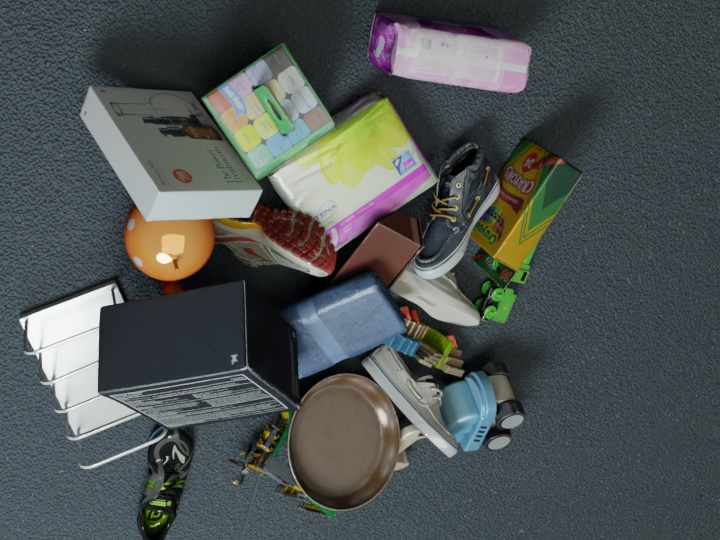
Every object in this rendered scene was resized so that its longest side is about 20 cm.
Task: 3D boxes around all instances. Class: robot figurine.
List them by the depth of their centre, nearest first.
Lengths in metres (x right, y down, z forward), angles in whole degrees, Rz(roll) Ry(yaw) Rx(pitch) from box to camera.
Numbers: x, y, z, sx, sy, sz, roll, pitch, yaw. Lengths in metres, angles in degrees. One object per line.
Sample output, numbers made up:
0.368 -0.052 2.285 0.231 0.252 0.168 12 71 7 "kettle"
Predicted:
-0.246 -0.050 1.303 0.116 0.200 0.144 34 88 -13 "robot figurine"

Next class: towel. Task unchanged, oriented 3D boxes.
-0.042 0.076 1.421 0.199 0.049 0.112 -24 120 16 "towel"

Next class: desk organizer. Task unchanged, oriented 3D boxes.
0.000 0.000 1.441 0.077 0.072 0.200 27 120 -21 "desk organizer"

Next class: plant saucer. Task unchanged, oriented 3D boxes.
-0.029 0.254 1.515 0.199 0.032 0.201 2 86 -35 "plant saucer"

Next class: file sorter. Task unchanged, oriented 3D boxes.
-0.361 0.144 1.391 0.138 0.125 0.201 -21 115 -8 "file sorter"

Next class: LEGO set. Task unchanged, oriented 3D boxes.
-0.097 0.285 1.558 0.200 0.116 0.154 31 70 -29 "LEGO set"

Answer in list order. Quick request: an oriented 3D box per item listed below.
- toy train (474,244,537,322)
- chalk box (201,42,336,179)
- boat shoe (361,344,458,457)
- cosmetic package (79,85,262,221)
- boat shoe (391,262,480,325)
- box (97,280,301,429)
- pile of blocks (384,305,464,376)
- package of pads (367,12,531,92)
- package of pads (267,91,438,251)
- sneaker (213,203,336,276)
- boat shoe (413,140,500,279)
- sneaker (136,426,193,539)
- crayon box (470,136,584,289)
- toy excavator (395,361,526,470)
0.235 -0.011 1.560 0.056 0.042 0.201 13 107 -31 "toy train"
-0.117 -0.199 1.274 0.124 0.200 0.125 -33 102 0 "chalk box"
0.088 0.188 1.528 0.070 0.200 0.071 -41 157 -2 "boat shoe"
-0.233 -0.145 1.247 0.150 0.200 0.052 -8 139 -42 "cosmetic package"
0.113 0.024 1.521 0.200 0.072 0.069 28 66 -35 "boat shoe"
-0.202 0.113 1.307 0.199 0.124 0.198 -10 157 12 "box"
0.084 0.095 1.531 0.199 0.082 0.062 25 98 -25 "pile of blocks"
0.118 -0.293 1.364 0.199 0.121 0.076 4 110 -19 "package of pads"
-0.015 -0.137 1.411 0.200 0.068 0.155 -35 114 0 "package of pads"
-0.121 -0.041 1.385 0.199 0.078 0.082 25 134 17 "sneaker"
0.124 -0.088 1.439 0.201 0.071 0.091 -56 138 -23 "boat shoe"
-0.287 0.320 1.507 0.070 0.083 0.201 9 108 -20 "sneaker"
0.224 -0.085 1.476 0.051 0.127 0.201 28 100 -25 "crayon box"
0.132 0.237 1.587 0.199 0.100 0.195 -2 140 -18 "toy excavator"
